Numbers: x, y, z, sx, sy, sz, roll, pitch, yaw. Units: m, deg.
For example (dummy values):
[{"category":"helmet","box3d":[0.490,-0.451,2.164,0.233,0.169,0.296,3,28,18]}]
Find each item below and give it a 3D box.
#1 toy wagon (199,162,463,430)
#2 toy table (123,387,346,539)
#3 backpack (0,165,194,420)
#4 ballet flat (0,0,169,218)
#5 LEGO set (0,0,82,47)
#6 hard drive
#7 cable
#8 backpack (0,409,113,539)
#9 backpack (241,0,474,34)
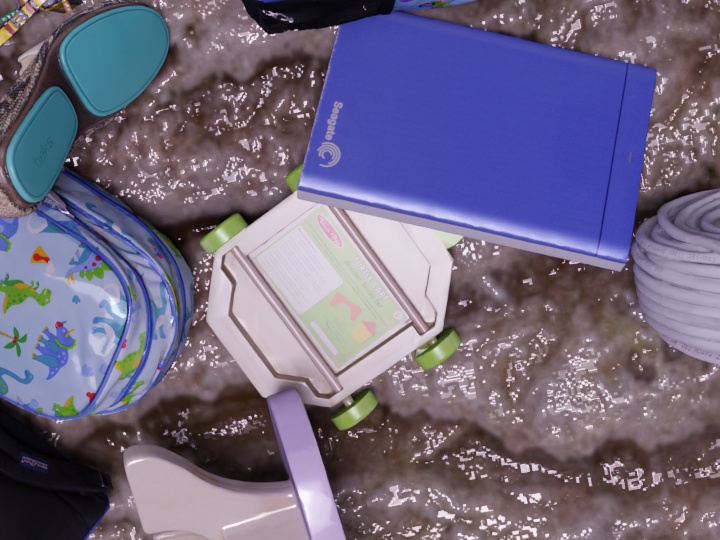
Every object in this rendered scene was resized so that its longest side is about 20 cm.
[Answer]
[{"category":"toy wagon","box3d":[0.000,0.000,0.820,0.200,0.040,0.155,-36,96,8]},{"category":"toy table","box3d":[-0.068,0.181,0.793,0.117,0.184,0.201,-16,100,-8]},{"category":"backpack","box3d":[-0.203,0.011,0.793,0.199,0.154,0.164,28,95,-12]},{"category":"ballet flat","box3d":[-0.187,-0.100,0.754,0.075,0.200,0.068,-4,127,26]},{"category":"LEGO set","box3d":[-0.274,-0.185,0.765,0.199,0.116,0.154,-18,98,6]},{"category":"hard drive","box3d":[0.073,-0.084,0.778,0.199,0.025,0.133,13,70,1]},{"category":"cable","box3d":[0.256,-0.008,0.723,0.199,0.200,0.070,-17,104,-21]},{"category":"backpack","box3d":[-0.297,0.161,0.802,0.200,0.163,0.168,41,120,-6]},{"category":"backpack","box3d":[0.018,-0.237,0.727,0.199,0.135,0.184,-6,91,1]}]
